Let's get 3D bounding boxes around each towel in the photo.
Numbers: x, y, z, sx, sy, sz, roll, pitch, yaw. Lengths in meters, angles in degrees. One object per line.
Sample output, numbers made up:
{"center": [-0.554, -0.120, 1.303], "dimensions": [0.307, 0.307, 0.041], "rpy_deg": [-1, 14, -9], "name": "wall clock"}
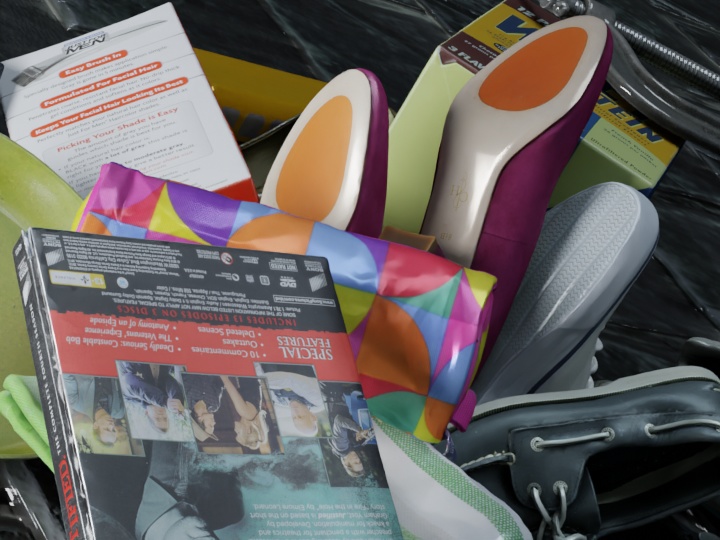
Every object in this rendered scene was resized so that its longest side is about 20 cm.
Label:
{"center": [-0.039, 0.084, 0.931], "dimensions": [0.199, 0.031, 0.149], "rpy_deg": [7, 17, -37], "name": "towel"}

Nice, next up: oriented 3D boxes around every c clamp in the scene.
{"center": [0.188, -0.111, 1.260], "dimensions": [0.199, 0.027, 0.171], "rpy_deg": [26, 23, -21], "name": "c clamp"}

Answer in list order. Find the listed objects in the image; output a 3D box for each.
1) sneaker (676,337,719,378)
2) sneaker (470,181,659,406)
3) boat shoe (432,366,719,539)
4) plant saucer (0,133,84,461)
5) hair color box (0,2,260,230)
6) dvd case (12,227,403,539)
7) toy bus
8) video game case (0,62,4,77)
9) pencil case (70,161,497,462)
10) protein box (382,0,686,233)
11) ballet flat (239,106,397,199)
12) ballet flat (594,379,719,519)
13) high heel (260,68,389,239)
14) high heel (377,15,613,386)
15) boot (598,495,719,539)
{"center": [0.263, 0.109, 1.353], "dimensions": [0.092, 0.076, 0.200], "rpy_deg": [20, 16, -39], "name": "sneaker"}
{"center": [0.090, 0.044, 1.104], "dimensions": [0.071, 0.200, 0.073], "rpy_deg": [26, 19, -38], "name": "sneaker"}
{"center": [0.099, 0.101, 1.055], "dimensions": [0.199, 0.073, 0.062], "rpy_deg": [-16, 34, -13], "name": "boat shoe"}
{"center": [-0.190, 0.008, 0.979], "dimensions": [0.199, 0.031, 0.201], "rpy_deg": [25, 40, -23], "name": "plant saucer"}
{"center": [-0.123, -0.057, 1.153], "dimensions": [0.110, 0.064, 0.200], "rpy_deg": [-20, 37, -5], "name": "hair color box"}
{"center": [-0.052, 0.078, 0.846], "dimensions": [0.145, 0.022, 0.201], "rpy_deg": [5, 55, -35], "name": "dvd case"}
{"center": [-0.042, -0.077, 1.350], "dimensions": [0.199, 0.079, 0.065], "rpy_deg": [11, 29, -41], "name": "toy bus"}
{"center": [-0.290, -0.103, 1.111], "dimensions": [0.199, 0.019, 0.143], "rpy_deg": [25, 37, -13], "name": "video game case"}
{"center": [-0.036, 0.018, 0.975], "dimensions": [0.199, 0.089, 0.088], "rpy_deg": [19, 22, 0], "name": "pencil case"}
{"center": [0.073, -0.026, 1.227], "dimensions": [0.135, 0.199, 0.200], "rpy_deg": [33, 21, 5], "name": "protein box"}
{"center": [-0.048, -0.059, 1.243], "dimensions": [0.199, 0.047, 0.067], "rpy_deg": [-28, 48, -35], "name": "ballet flat"}
{"center": [0.194, 0.101, 1.293], "dimensions": [0.199, 0.064, 0.067], "rpy_deg": [30, 22, -3], "name": "ballet flat"}
{"center": [0.000, 0.000, 1.081], "dimensions": [0.096, 0.201, 0.067], "rpy_deg": [1, 14, -43], "name": "high heel"}
{"center": [0.072, -0.032, 1.084], "dimensions": [0.067, 0.200, 0.096], "rpy_deg": [24, -23, 40], "name": "high heel"}
{"center": [0.183, 0.147, 1.158], "dimensions": [0.168, 0.077, 0.200], "rpy_deg": [30, 27, -13], "name": "boot"}
